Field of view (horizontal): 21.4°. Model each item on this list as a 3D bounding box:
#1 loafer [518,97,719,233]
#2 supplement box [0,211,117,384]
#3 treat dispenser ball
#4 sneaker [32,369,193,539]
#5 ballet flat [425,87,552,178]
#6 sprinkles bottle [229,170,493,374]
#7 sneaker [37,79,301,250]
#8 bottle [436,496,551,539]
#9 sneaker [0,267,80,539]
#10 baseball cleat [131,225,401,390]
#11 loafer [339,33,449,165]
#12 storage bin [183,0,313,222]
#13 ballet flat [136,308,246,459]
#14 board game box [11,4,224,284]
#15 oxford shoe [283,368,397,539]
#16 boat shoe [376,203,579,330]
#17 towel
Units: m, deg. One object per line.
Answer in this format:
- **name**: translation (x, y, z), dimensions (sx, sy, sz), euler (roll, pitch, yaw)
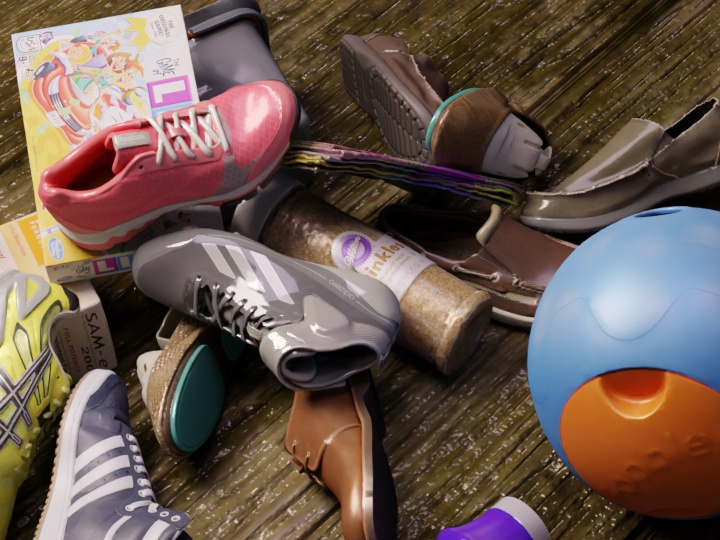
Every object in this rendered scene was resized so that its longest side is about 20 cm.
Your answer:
- **loafer**: translation (0.206, -0.082, 1.466), dimensions (0.199, 0.070, 0.075), euler (-20, 12, -20)
- **supplement box**: translation (-0.298, 0.046, 1.430), dimensions (0.199, 0.074, 0.126), euler (-22, 45, -14)
- **treat dispenser ball**: translation (0.208, 0.060, 1.235), dimensions (0.199, 0.202, 0.202), euler (-5, 43, 5)
- **sneaker**: translation (-0.154, 0.153, 1.296), dimensions (0.107, 0.070, 0.201), euler (-2, 48, 11)
- **ballet flat**: translation (0.110, -0.097, 1.463), dimensions (0.072, 0.200, 0.068), euler (30, 98, 14)
- **sprinkles bottle**: translation (0.000, 0.000, 1.404), dimensions (0.199, 0.069, 0.068), euler (31, 55, 19)
- **sneaker**: translation (-0.135, -0.078, 1.334), dimensions (0.199, 0.087, 0.074), euler (-26, 67, 8)
- **bottle**: translation (0.038, 0.219, 1.196), dimensions (0.083, 0.066, 0.200), euler (32, 56, 34)
- **sneaker**: translation (-0.240, 0.097, 1.323), dimensions (0.076, 0.075, 0.202), euler (5, 78, -3)
- **baseball cleat**: translation (-0.073, 0.026, 1.326), dimensions (0.198, 0.070, 0.107), euler (8, 37, 9)
- **loafer**: translation (0.042, -0.151, 1.567), dimensions (0.070, 0.074, 0.200), euler (-14, 34, -13)
- **storage bin**: translation (-0.135, -0.116, 1.537), dimensions (0.199, 0.146, 0.135), euler (-26, 56, -17)
- **ballet flat**: translation (-0.124, 0.064, 1.393), dimensions (0.065, 0.071, 0.200), euler (-1, 34, 22)
- **board game box**: translation (-0.183, -0.097, 1.434), dimensions (0.133, 0.034, 0.201), euler (-11, 66, -5)
- **oxford shoe**: translation (-0.015, 0.130, 1.303), dimensions (0.071, 0.072, 0.201), euler (-14, 32, 1)
- **boat shoe**: translation (0.102, -0.008, 1.417), dimensions (0.201, 0.075, 0.075), euler (7, 45, 17)
- **towel**: translation (0.008, -0.075, 1.430), dimensions (0.199, 0.023, 0.143), euler (9, 1, -39)
